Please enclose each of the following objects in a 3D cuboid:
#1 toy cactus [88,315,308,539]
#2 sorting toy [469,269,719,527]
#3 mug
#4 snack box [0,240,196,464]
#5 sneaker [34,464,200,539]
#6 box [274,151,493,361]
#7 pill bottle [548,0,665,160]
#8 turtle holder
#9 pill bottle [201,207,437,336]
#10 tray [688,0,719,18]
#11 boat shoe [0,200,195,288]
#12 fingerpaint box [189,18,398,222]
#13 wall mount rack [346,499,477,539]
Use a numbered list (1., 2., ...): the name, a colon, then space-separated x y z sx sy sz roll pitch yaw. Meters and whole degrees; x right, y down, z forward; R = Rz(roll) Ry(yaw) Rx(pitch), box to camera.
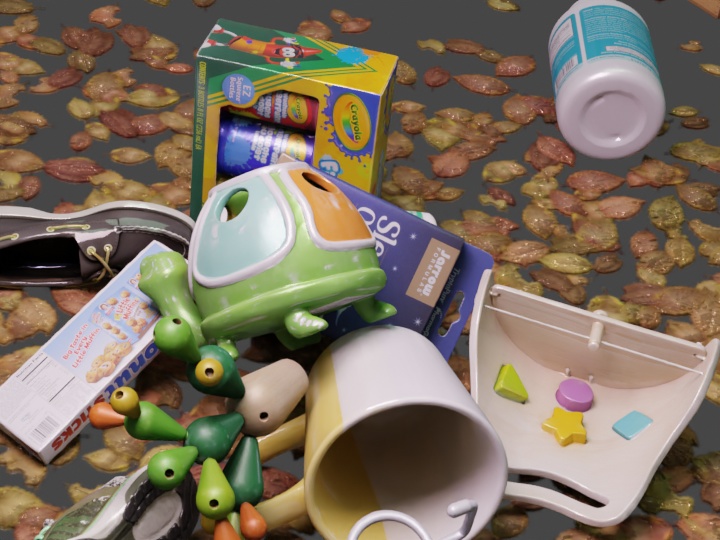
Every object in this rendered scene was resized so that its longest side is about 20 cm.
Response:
1. toy cactus: -0.100 0.115 1.212 0.102 0.200 0.165 -10 16 38
2. sorting toy: 0.165 0.118 1.365 0.200 0.107 0.180 17 47 7
3. mug: 0.004 0.117 1.299 0.186 0.150 0.153 5 28 -14
4. snack box: -0.206 0.062 1.369 0.072 0.024 0.200 31 65 30
5. sneaker: -0.206 0.205 1.222 0.088 0.077 0.200 -1 24 46
6. box: 0.000 0.000 1.396 0.200 0.121 0.032 25 2 -7
7. pill bottle: 0.255 -0.211 1.796 0.110 0.111 0.200 6 37 -2
8. turtle holder: -0.071 -0.004 1.319 0.141 0.185 0.132 -14 84 -35
9. pill bottle: -0.039 0.000 1.464 0.199 0.113 0.113 4 37 -6
10. tray: 0.404 -0.376 2.103 0.098 0.037 0.200 -20 44 -31
11. boat shoe: -0.242 -0.016 1.490 0.201 0.072 0.061 -2 41 0
12. fingerpaint box: -0.062 -0.106 1.528 0.166 0.200 0.073 13 38 7
13. wall mount rack: 0.030 0.242 1.159 0.173 0.075 0.200 -20 58 -21
